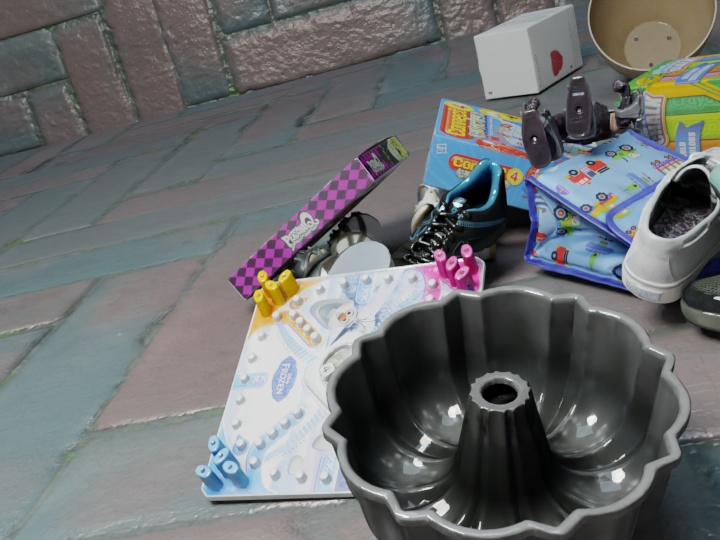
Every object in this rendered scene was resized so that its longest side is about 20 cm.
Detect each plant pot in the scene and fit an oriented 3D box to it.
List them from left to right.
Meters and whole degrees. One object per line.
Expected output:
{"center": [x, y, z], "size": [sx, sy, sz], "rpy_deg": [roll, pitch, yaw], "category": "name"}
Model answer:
{"center": [0.479, -0.396, 1.548], "size": [0.196, 0.205, 0.134], "rpy_deg": [-10, -16, 16], "category": "plant pot"}

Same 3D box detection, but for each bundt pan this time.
{"center": [0.080, 0.098, 0.529], "size": [0.197, 0.077, 0.203], "rpy_deg": [-6, 32, 4], "category": "bundt pan"}

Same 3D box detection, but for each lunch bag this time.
{"center": [0.268, -0.038, 0.847], "size": [0.149, 0.096, 0.199], "rpy_deg": [-25, 35, -28], "category": "lunch bag"}

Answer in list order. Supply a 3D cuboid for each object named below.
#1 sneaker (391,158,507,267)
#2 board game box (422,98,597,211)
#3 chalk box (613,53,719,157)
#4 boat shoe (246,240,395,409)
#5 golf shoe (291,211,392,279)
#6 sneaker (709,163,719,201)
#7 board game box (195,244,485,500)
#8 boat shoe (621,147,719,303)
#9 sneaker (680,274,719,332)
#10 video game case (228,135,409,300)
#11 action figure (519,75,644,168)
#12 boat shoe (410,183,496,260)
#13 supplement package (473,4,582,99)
{"center": [0.072, -0.028, 0.885], "size": [0.072, 0.083, 0.200], "rpy_deg": [29, 58, 21], "category": "sneaker"}
{"center": [0.174, -0.128, 1.066], "size": [0.191, 0.057, 0.201], "rpy_deg": [14, 22, 1], "category": "board game box"}
{"center": [0.363, -0.158, 1.022], "size": [0.197, 0.127, 0.123], "rpy_deg": [2, 24, 44], "category": "chalk box"}
{"center": [-0.028, 0.070, 0.774], "size": [0.072, 0.069, 0.201], "rpy_deg": [10, 54, 31], "category": "boat shoe"}
{"center": [0.000, 0.000, 0.974], "size": [0.093, 0.079, 0.200], "rpy_deg": [15, 27, 16], "category": "golf shoe"}
{"center": [0.369, -0.078, 0.717], "size": [0.198, 0.079, 0.139], "rpy_deg": [2, -33, -48], "category": "sneaker"}
{"center": [-0.012, 0.070, 0.694], "size": [0.196, 0.026, 0.203], "rpy_deg": [-7, 46, 21], "category": "board game box"}
{"center": [0.268, -0.056, 0.758], "size": [0.071, 0.070, 0.199], "rpy_deg": [31, 50, 29], "category": "boat shoe"}
{"center": [0.324, -0.015, 0.663], "size": [0.196, 0.117, 0.076], "rpy_deg": [-7, 18, 30], "category": "sneaker"}
{"center": [-0.042, -0.063, 1.043], "size": [0.199, 0.036, 0.181], "rpy_deg": [-41, 2, 20], "category": "video game case"}
{"center": [0.220, -0.154, 0.949], "size": [0.128, 0.071, 0.199], "rpy_deg": [-16, 4, 25], "category": "action figure"}
{"center": [0.087, -0.059, 1.042], "size": [0.068, 0.072, 0.200], "rpy_deg": [-16, 20, -8], "category": "boat shoe"}
{"center": [0.322, -0.416, 1.785], "size": [0.118, 0.124, 0.199], "rpy_deg": [1, 25, 40], "category": "supplement package"}
